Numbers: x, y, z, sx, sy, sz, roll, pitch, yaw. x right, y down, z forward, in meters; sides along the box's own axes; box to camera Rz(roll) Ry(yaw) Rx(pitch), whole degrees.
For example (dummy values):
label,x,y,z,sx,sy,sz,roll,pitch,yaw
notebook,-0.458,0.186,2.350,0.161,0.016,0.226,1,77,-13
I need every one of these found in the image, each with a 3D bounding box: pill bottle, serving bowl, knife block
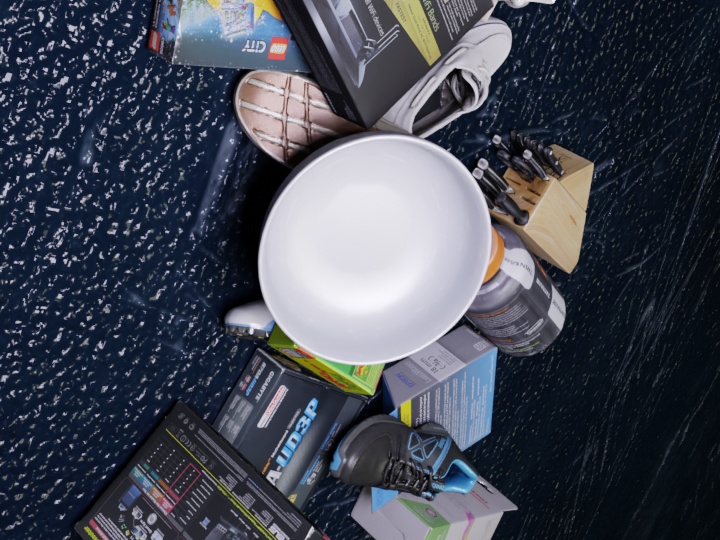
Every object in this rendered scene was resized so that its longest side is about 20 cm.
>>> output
label,x,y,z,sx,sy,sz,roll,pitch,yaw
pill bottle,0.157,0.016,1.144,0.107,0.106,0.200,-54,143,-4
serving bowl,0.008,-0.025,0.837,0.196,0.066,0.204,-6,116,-12
knife block,0.187,-0.067,1.155,0.174,0.064,0.203,-26,133,-33

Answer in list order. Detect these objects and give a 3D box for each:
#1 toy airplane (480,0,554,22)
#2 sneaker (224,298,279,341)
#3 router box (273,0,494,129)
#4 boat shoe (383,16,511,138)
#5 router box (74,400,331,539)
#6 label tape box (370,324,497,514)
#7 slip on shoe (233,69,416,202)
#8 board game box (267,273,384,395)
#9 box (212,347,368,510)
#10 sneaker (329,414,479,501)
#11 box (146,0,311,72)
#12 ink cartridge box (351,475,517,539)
label,x,y,z,sx,sy,sz,roll,pitch,yaw
toy airplane,0.165,-0.326,0.857,0.200,0.140,0.200,-52,169,-11
sneaker,-0.048,0.029,0.967,0.197,0.071,0.074,-8,94,-40
router box,0.007,-0.237,0.762,0.157,0.052,0.201,-44,133,-15
boat shoe,0.091,-0.181,0.960,0.199,0.065,0.073,-34,136,-34
router box,-0.139,0.237,0.888,0.150,0.199,0.062,-49,147,-9
label tape box,0.070,0.173,1.190,0.198,0.063,0.146,-27,133,-30
slip on shoe,-0.021,-0.117,0.865,0.197,0.061,0.077,17,100,-21
board game box,0.000,0.000,0.931,0.101,0.047,0.203,33,69,-32
box,-0.095,0.191,1.034,0.158,0.046,0.202,28,94,-53
sneaker,0.052,0.205,1.080,0.198,0.082,0.074,5,116,-46
box,-0.064,-0.228,0.782,0.198,0.037,0.139,-8,120,-45
ink cartridge box,0.098,0.306,1.271,0.198,0.117,0.068,6,113,-49
